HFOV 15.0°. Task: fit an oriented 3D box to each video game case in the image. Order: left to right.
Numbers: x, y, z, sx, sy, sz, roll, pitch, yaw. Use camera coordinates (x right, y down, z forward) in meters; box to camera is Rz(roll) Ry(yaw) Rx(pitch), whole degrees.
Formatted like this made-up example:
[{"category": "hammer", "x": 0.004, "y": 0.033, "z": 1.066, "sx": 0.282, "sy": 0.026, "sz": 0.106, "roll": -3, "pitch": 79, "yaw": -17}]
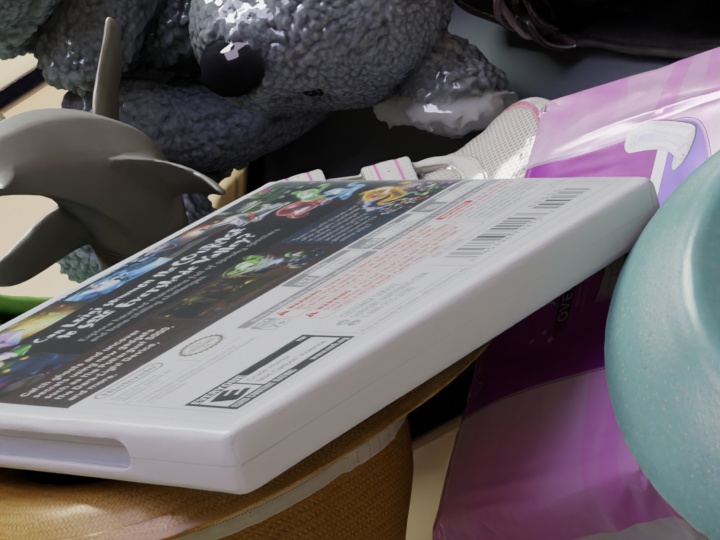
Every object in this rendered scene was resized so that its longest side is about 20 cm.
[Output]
[{"category": "video game case", "x": -0.031, "y": 0.015, "z": 0.877, "sx": 0.181, "sy": 0.023, "sz": 0.200, "roll": 2, "pitch": 24, "yaw": 45}]

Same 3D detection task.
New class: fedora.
[{"category": "fedora", "x": -0.039, "y": 0.073, "z": 0.892, "sx": 0.200, "sy": 0.082, "sz": 0.201, "roll": -17, "pitch": 15, "yaw": 4}]

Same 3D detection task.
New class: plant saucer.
[{"category": "plant saucer", "x": 0.169, "y": 0.007, "z": 0.808, "sx": 0.199, "sy": 0.036, "sz": 0.201, "roll": -7, "pitch": 48, "yaw": 8}]

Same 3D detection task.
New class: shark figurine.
[{"category": "shark figurine", "x": -0.100, "y": -0.026, "z": 1.010, "sx": 0.089, "sy": 0.214, "sz": 0.129, "roll": 12, "pitch": 98, "yaw": 25}]

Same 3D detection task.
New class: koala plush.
[{"category": "koala plush", "x": -0.037, "y": -0.110, "z": 1.130, "sx": 0.199, "sy": 0.178, "sz": 0.184, "roll": -12, "pitch": 21, "yaw": 45}]

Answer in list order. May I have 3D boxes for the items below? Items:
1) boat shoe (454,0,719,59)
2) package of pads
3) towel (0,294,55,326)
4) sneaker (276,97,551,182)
[{"category": "boat shoe", "x": 0.093, "y": -0.115, "z": 1.080, "sx": 0.199, "sy": 0.067, "sz": 0.057, "roll": 4, "pitch": 51, "yaw": 45}, {"category": "package of pads", "x": 0.101, "y": 0.022, "z": 0.908, "sx": 0.120, "sy": 0.076, "sz": 0.201, "roll": -16, "pitch": 42, "yaw": 35}, {"category": "towel", "x": -0.199, "y": 0.052, "z": 1.167, "sx": 0.199, "sy": 0.149, "sz": 0.031, "roll": -20, "pitch": 77, "yaw": 31}, {"category": "sneaker", "x": 0.000, "y": 0.000, "z": 1.033, "sx": 0.200, "sy": 0.088, "sz": 0.081, "roll": -41, "pitch": 32, "yaw": 6}]
